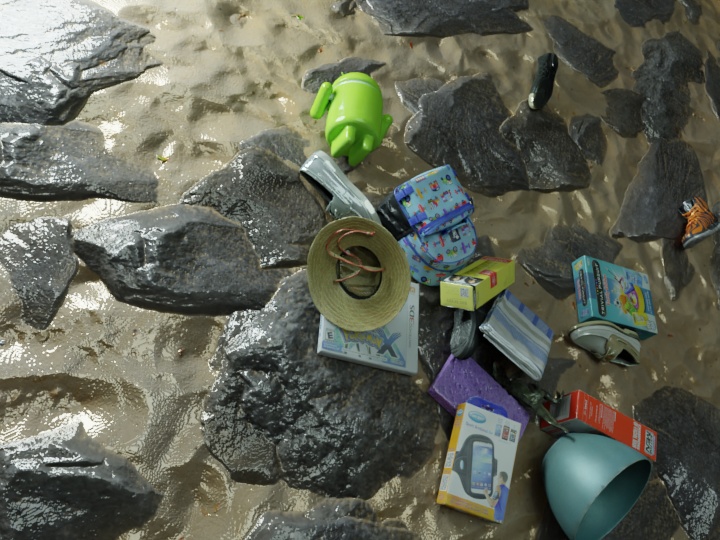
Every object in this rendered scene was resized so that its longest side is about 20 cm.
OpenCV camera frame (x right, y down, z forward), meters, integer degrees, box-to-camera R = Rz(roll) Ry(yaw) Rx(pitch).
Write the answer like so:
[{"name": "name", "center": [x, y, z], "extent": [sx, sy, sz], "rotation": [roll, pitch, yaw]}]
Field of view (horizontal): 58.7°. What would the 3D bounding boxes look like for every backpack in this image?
[{"name": "backpack", "center": [0.150, -0.082, 1.276], "extent": [0.180, 0.134, 0.203], "rotation": [-20, 79, -32]}]

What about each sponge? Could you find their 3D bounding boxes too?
[{"name": "sponge", "center": [0.228, 0.253, 1.217], "extent": [0.199, 0.030, 0.112], "rotation": [42, 54, -2]}]

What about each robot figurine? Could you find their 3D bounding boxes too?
[{"name": "robot figurine", "center": [-0.012, -0.318, 1.314], "extent": [0.173, 0.115, 0.204], "rotation": [18, 59, -26]}]

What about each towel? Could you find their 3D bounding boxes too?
[{"name": "towel", "center": [0.311, 0.118, 1.244], "extent": [0.146, 0.024, 0.200], "rotation": [42, 31, 5]}]

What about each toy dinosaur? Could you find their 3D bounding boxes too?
[{"name": "toy dinosaur", "center": [0.341, 0.244, 1.242], "extent": [0.087, 0.048, 0.199], "rotation": [-8, 35, -39]}]

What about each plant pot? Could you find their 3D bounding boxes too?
[{"name": "plant pot", "center": [0.413, 0.380, 1.174], "extent": [0.197, 0.204, 0.135], "rotation": [-12, 35, -31]}]

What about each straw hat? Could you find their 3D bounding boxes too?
[{"name": "straw hat", "center": [0.000, 0.000, 1.156], "extent": [0.201, 0.202, 0.085], "rotation": [42, 11, -2]}]

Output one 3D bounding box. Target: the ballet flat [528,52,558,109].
[{"name": "ballet flat", "center": [0.483, -0.502, 1.711], "extent": [0.067, 0.056, 0.202], "rotation": [47, 55, -34]}]

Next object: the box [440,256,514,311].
[{"name": "box", "center": [0.236, 0.023, 1.267], "extent": [0.199, 0.074, 0.051], "rotation": [-23, 115, -50]}]

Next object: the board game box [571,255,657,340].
[{"name": "board game box", "center": [0.590, 0.064, 1.484], "extent": [0.196, 0.047, 0.154], "rotation": [14, 61, -21]}]

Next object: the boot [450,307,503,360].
[{"name": "boot", "center": [0.275, 0.151, 1.252], "extent": [0.198, 0.066, 0.166], "rotation": [33, 39, -12]}]

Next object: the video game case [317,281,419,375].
[{"name": "video game case", "center": [0.020, 0.087, 1.193], "extent": [0.196, 0.022, 0.186], "rotation": [15, 60, -20]}]

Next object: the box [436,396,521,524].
[{"name": "box", "center": [0.216, 0.331, 1.141], "extent": [0.117, 0.041, 0.204], "rotation": [21, 71, -11]}]

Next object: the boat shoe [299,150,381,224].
[{"name": "boat shoe", "center": [-0.042, -0.138, 1.251], "extent": [0.071, 0.070, 0.201], "rotation": [-41, 90, -16]}]

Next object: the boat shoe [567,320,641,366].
[{"name": "boat shoe", "center": [0.540, 0.161, 1.395], "extent": [0.196, 0.075, 0.070], "rotation": [11, 56, -23]}]

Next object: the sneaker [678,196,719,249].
[{"name": "sneaker", "center": [0.896, -0.131, 1.729], "extent": [0.198, 0.078, 0.113], "rotation": [-19, 72, -44]}]

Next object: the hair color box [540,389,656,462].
[{"name": "hair color box", "center": [0.469, 0.317, 1.261], "extent": [0.197, 0.111, 0.065], "rotation": [27, 57, -12]}]
